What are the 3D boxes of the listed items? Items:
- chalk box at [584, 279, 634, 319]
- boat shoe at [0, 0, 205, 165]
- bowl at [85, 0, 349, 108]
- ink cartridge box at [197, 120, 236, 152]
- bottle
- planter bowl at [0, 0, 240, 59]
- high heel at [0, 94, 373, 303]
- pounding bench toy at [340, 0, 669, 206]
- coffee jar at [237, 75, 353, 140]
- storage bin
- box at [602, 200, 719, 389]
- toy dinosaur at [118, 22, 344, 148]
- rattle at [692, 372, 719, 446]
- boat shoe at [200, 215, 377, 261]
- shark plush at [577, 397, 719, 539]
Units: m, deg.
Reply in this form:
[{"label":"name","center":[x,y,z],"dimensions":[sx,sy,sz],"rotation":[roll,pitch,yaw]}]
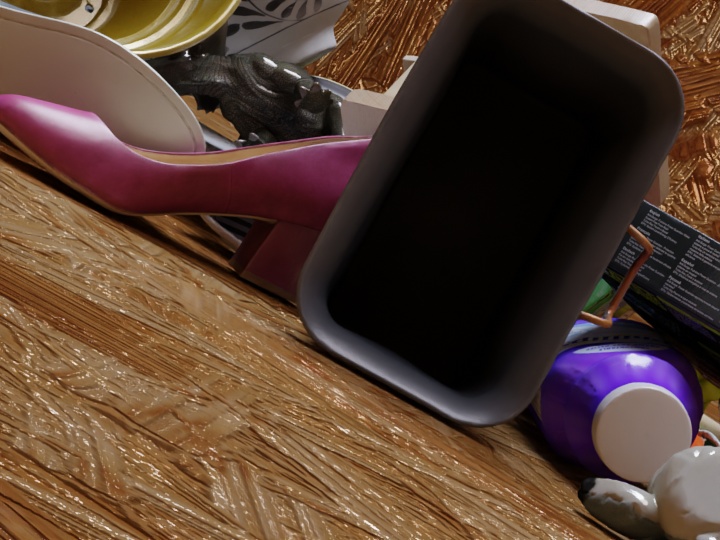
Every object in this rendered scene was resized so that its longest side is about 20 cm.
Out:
[{"label":"chalk box","center":[0.123,-0.019,1.955],"dimensions":[0.125,0.124,0.200],"rotation":[54,10,12]},{"label":"boat shoe","center":[-0.170,-0.102,1.547],"dimensions":[0.200,0.073,0.062],"rotation":[24,8,-2]},{"label":"bowl","center":[-0.074,-0.156,1.791],"dimensions":[0.094,0.201,0.201],"rotation":[63,5,-1]},{"label":"ink cartridge box","center":[-0.163,-0.097,1.719],"dimensions":[0.200,0.044,0.174],"rotation":[31,4,19]},{"label":"bottle","center":[0.131,0.067,1.516],"dimensions":[0.083,0.065,0.200],"rotation":[-3,6,-1]},{"label":"planter bowl","center":[-0.165,-0.186,1.646],"dimensions":[0.200,0.201,0.083],"rotation":[28,-36,-15]},{"label":"high heel","center":[-0.085,-0.065,1.491],"dimensions":[0.200,0.096,0.067],"rotation":[28,5,-19]},{"label":"pounding bench toy","center":[0.082,-0.033,1.671],"dimensions":[0.124,0.156,0.200],"rotation":[16,-46,28]},{"label":"coffee jar","center":[-0.017,-0.063,1.875],"dimensions":[0.085,0.104,0.200],"rotation":[24,2,13]},{"label":"storage bin","center":[0.065,-0.025,1.464],"dimensions":[0.145,0.200,0.134],"rotation":[29,-5,-2]},{"label":"box","center":[0.217,0.044,1.542],"dimensions":[0.200,0.048,0.193],"rotation":[33,-7,42]},{"label":"toy dinosaur","center":[-0.035,-0.084,1.681],"dimensions":[0.200,0.077,0.102],"rotation":[29,18,-31]},{"label":"rattle","center":[0.221,0.065,1.788],"dimensions":[0.130,0.143,0.200],"rotation":[49,2,10]},{"label":"boat shoe","center":[0.000,0.000,1.569],"dimensions":[0.200,0.074,0.067],"rotation":[19,9,21]},{"label":"shark plush","center":[0.186,0.125,1.307],"dimensions":[0.200,0.091,0.083],"rotation":[28,-29,56]}]
